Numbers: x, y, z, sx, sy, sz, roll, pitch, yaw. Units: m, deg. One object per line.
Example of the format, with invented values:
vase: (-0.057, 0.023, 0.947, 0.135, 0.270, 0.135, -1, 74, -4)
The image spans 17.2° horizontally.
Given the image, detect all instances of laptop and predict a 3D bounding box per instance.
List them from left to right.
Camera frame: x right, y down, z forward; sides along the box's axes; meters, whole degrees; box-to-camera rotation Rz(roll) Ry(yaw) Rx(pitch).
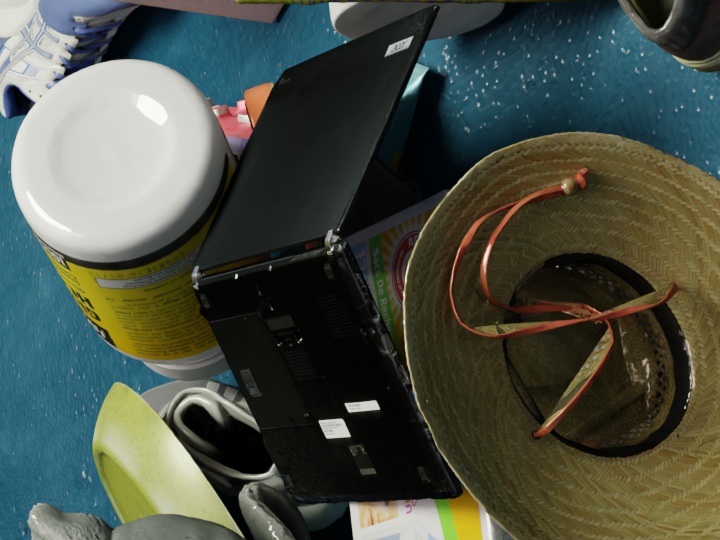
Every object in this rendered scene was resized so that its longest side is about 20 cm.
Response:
laptop: (0.000, 0.000, 1.145, 0.177, 0.103, 0.201, -13, 104, 64)

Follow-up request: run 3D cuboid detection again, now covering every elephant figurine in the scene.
elephant figurine: (-0.058, 0.183, 1.196, 0.140, 0.200, 0.157, -5, 89, 18)

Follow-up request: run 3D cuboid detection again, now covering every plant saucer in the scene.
plant saucer: (-0.097, 0.156, 1.333, 0.200, 0.031, 0.200, 53, 164, 22)

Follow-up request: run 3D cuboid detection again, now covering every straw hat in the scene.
straw hat: (0.099, 0.039, 1.071, 0.085, 0.199, 0.203, 153, 115, -71)

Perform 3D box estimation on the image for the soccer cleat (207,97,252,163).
soccer cleat: (-0.072, -0.062, 1.382, 0.199, 0.066, 0.077, 3, 110, 61)

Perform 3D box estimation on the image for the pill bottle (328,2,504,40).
pill bottle: (0.020, -0.227, 1.237, 0.109, 0.109, 0.202, -22, 70, 50)

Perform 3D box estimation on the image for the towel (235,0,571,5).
towel: (0.032, -0.199, 1.165, 0.023, 0.198, 0.145, 144, 122, -81)

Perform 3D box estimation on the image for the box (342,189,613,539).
box: (0.061, 0.071, 1.164, 0.112, 0.101, 0.202, -25, 67, 50)

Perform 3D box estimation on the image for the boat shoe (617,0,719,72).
boat shoe: (0.133, -0.191, 1.109, 0.071, 0.066, 0.203, -25, 70, 31)

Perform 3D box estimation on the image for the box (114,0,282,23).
box: (-0.120, -0.227, 1.349, 0.125, 0.199, 0.098, -57, 46, 33)

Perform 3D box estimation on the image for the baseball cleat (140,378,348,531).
baseball cleat: (-0.088, 0.088, 1.360, 0.199, 0.106, 0.070, 12, 71, 47)

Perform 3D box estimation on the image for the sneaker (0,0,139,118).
sneaker: (-0.184, -0.150, 1.551, 0.200, 0.075, 0.089, -13, 88, 59)

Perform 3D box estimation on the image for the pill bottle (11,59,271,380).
pill bottle: (-0.111, -0.018, 1.294, 0.200, 0.112, 0.113, 70, 180, -62)

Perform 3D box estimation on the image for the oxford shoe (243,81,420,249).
oxford shoe: (0.005, -0.012, 1.260, 0.071, 0.072, 0.202, -103, -8, -81)

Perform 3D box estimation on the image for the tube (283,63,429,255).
tube: (-0.013, -0.026, 1.322, 0.077, 0.050, 0.202, 29, 105, 50)
